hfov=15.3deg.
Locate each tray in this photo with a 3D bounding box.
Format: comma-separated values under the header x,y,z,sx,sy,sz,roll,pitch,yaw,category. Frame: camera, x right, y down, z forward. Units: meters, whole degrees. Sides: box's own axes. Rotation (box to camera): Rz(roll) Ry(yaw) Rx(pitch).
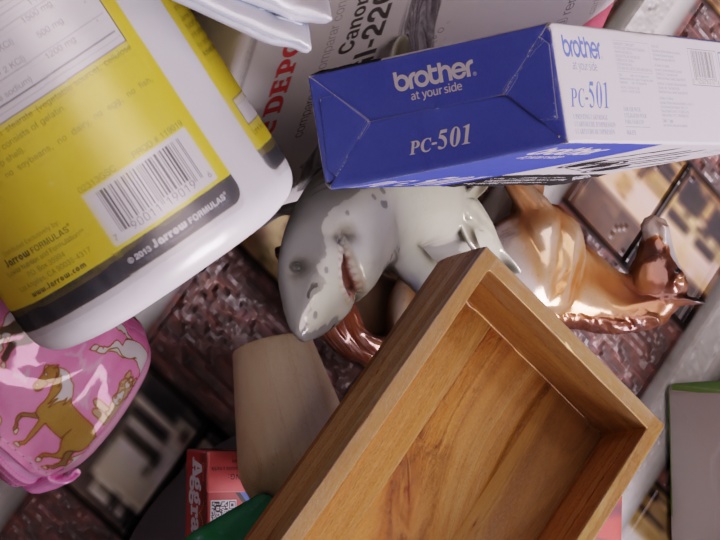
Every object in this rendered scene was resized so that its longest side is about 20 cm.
x,y,z,sx,sy,sz,roll,pitch,yaw,category
0.017,0.099,0.934,0.099,0.037,0.200,44,62,-16,tray

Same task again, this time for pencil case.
x,y,z,sx,sy,sz,roll,pitch,yaw,category
-0.167,-0.001,0.989,0.200,0.083,0.087,41,94,-27,pencil case

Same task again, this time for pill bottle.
x,y,z,sx,sy,sz,roll,pitch,yaw,category
-0.120,-0.081,0.936,0.112,0.112,0.200,-37,98,-27,pill bottle

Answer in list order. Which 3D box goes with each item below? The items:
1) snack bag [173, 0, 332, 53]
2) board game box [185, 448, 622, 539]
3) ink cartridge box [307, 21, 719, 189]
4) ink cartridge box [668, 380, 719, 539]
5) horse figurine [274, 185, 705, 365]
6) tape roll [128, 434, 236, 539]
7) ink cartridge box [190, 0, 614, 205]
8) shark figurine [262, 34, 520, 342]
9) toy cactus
x,y,z,sx,sy,sz,roll,pitch,yaw,category
-0.103,-0.175,0.917,0.200,0.021,0.189,21,41,-27,snack bag
0.021,0.122,1.070,0.200,0.019,0.103,1,90,-33,board game box
0.070,-0.059,0.989,0.200,0.094,0.044,-4,85,-63,ink cartridge box
0.243,0.107,1.262,0.200,0.067,0.117,-2,91,-33,ink cartridge box
0.044,-0.010,1.144,0.200,0.050,0.133,-24,97,-32,horse figurine
-0.007,0.162,1.103,0.200,0.066,0.201,0,89,-33,tape roll
0.004,-0.109,1.051,0.200,0.146,0.085,-19,60,-29,ink cartridge box
0.008,-0.008,1.047,0.214,0.089,0.128,30,57,-59,shark figurine
-0.016,0.108,0.996,0.200,0.102,0.165,-5,74,-29,toy cactus
